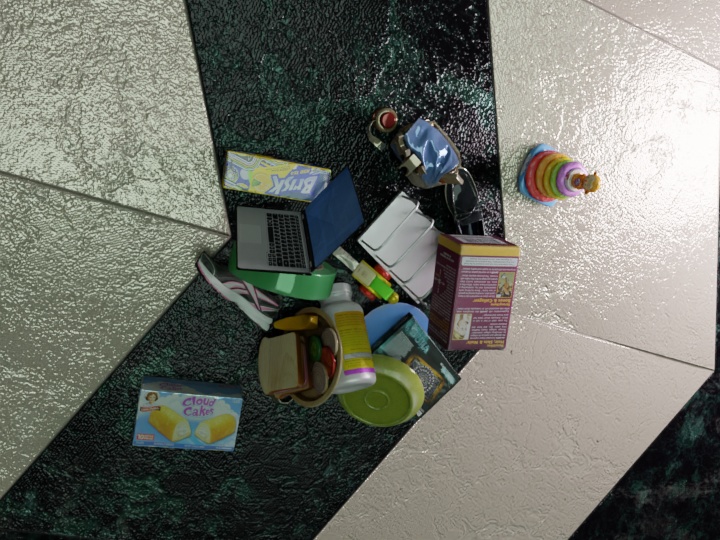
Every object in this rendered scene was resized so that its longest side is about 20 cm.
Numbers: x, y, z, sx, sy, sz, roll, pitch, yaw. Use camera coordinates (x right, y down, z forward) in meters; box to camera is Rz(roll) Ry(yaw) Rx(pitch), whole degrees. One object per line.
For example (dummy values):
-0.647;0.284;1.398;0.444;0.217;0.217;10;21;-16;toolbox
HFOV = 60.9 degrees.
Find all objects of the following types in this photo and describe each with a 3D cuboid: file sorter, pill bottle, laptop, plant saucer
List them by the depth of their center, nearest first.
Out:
-0.111;-0.095;1.056;0.195;0.189;0.118;4;126;-15;laptop
-0.035;0.132;1.210;0.102;0.104;0.205;-6;71;-14;pill bottle
0.117;-0.033;1.241;0.139;0.125;0.200;-46;111;-1;file sorter
0.035;0.262;1.284;0.195;0.031;0.204;6;124;9;plant saucer

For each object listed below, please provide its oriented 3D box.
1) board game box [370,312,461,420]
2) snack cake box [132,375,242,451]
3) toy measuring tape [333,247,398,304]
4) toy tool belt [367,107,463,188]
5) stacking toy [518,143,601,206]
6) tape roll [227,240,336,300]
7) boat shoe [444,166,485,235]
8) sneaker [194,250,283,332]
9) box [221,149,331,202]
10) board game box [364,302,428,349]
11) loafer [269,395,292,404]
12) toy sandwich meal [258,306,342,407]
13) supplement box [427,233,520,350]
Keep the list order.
0.114;0.206;1.306;0.135;0.028;0.201;-40;112;-4;board game box
-0.341;0.284;1.214;0.195;0.067;0.118;9;102;-18;snack cake box
0.000;0.000;1.259;0.199;0.074;0.074;40;91;2;toy measuring tape
0.114;-0.241;1.189;0.199;0.123;0.125;40;90;-20;toy tool belt
0.421;-0.186;1.251;0.108;0.200;0.118;22;98;-20;stacking toy
-0.143;-0.004;1.130;0.196;0.200;0.049;13;101;-19;tape roll
0.225;-0.118;1.285;0.073;0.062;0.205;-15;105;-11;boat shoe
-0.232;0.024;1.188;0.087;0.080;0.200;-51;119;-12;sneaker
-0.159;-0.176;1.157;0.195;0.064;0.072;7;102;-18;box
0.060;0.161;1.315;0.154;0.039;0.205;6;102;-19;board game box
-0.100;0.213;1.265;0.199;0.070;0.076;-39;110;-5;loafer
-0.116;0.164;1.164;0.069;0.203;0.210;8;103;-44;toy sandwich meal
0.213;0.040;1.167;0.128;0.103;0.205;2;104;-19;supplement box
